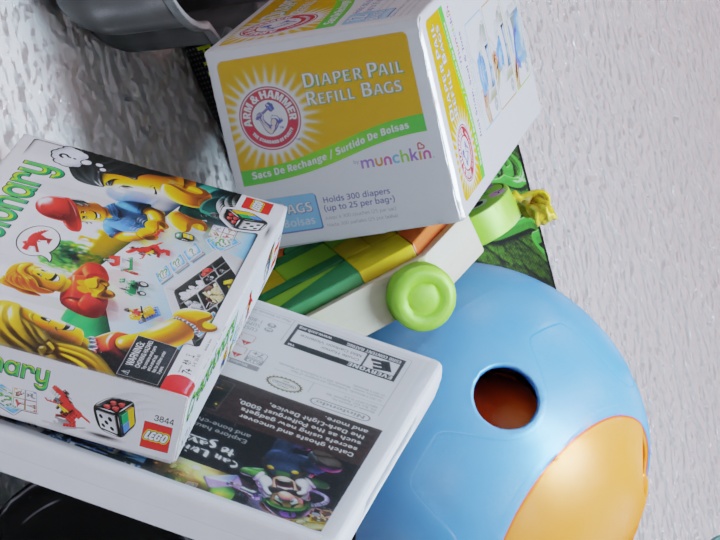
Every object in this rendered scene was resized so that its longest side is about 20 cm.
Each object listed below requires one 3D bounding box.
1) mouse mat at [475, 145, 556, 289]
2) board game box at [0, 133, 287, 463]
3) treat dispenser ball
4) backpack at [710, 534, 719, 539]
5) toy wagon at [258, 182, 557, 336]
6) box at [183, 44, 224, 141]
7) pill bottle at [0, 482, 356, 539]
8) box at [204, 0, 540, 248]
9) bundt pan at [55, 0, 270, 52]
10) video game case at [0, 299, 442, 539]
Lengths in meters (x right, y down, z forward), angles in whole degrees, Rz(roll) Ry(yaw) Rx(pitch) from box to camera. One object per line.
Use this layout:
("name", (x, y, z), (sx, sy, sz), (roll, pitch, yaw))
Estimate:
("mouse mat", (0.040, -0.057, 1.559), (0.200, 0.008, 0.161), (17, 53, -50))
("board game box", (-0.112, 0.007, 1.166), (0.200, 0.126, 0.035), (-68, 172, -65))
("treat dispenser ball", (0.049, 0.096, 1.425), (0.201, 0.201, 0.201), (-14, 90, -69))
("backpack", (0.193, 0.221, 1.399), (0.200, 0.150, 0.178), (-23, 109, -60))
("toy wagon", (0.000, 0.000, 1.361), (0.040, 0.200, 0.155), (64, -8, -17))
("box", (-0.044, -0.145, 1.562), (0.160, 0.044, 0.200), (67, 23, -19))
("pill bottle", (-0.076, 0.127, 1.215), (0.200, 0.112, 0.112), (-12, 88, -69))
("box", (0.010, -0.091, 1.378), (0.200, 0.112, 0.102), (-53, 132, -68))
("bundt pan", (-0.118, -0.198, 1.363), (0.202, 0.076, 0.202), (-14, 90, -68))
("video game case", (-0.081, 0.051, 1.162), (0.182, 0.200, 0.023), (-54, 161, -64))
